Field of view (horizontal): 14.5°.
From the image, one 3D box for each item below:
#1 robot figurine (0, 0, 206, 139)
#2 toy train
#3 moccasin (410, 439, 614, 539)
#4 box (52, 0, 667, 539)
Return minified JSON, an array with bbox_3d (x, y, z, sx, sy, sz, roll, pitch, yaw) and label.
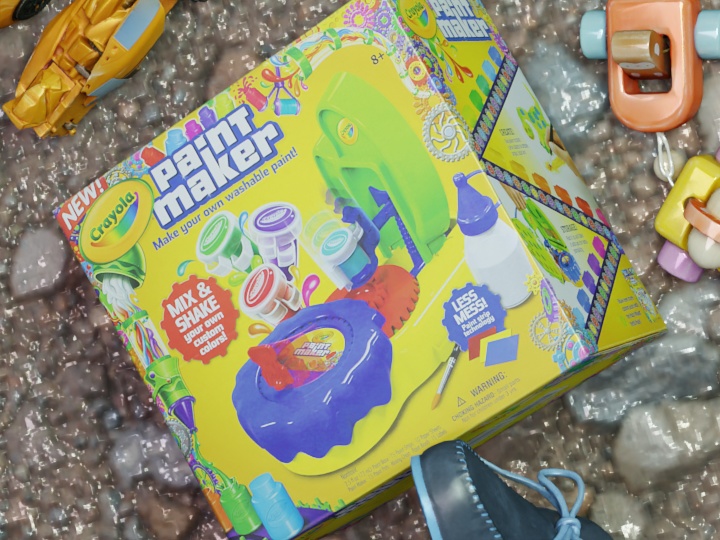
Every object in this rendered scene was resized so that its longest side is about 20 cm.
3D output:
[{"bbox_3d":[-0.125,-0.169,1.394,0.145,0.058,0.200,45,111,12],"label":"robot figurine"},{"bbox_3d":[0.187,-0.064,1.270,0.199,0.056,0.151,6,98,23],"label":"toy train"},{"bbox_3d":[0.086,0.131,1.284,0.068,0.200,0.081,-22,50,15],"label":"moccasin"},{"bbox_3d":[0.000,0.000,1.323,0.199,0.122,0.193,-33,81,22],"label":"box"}]
